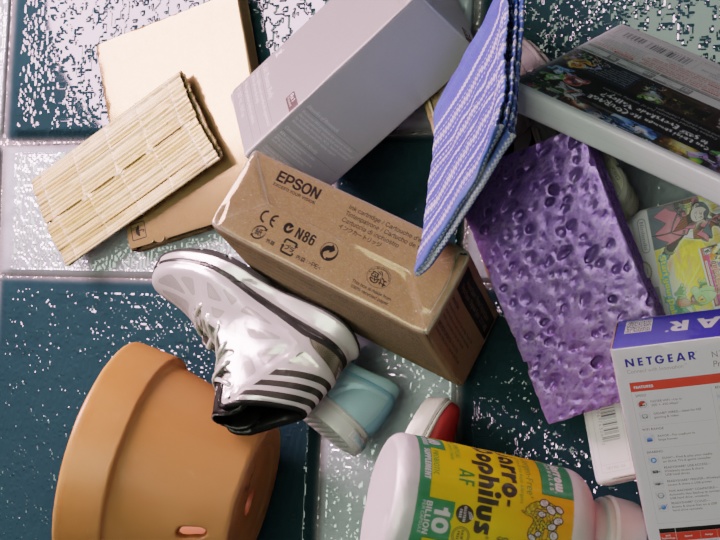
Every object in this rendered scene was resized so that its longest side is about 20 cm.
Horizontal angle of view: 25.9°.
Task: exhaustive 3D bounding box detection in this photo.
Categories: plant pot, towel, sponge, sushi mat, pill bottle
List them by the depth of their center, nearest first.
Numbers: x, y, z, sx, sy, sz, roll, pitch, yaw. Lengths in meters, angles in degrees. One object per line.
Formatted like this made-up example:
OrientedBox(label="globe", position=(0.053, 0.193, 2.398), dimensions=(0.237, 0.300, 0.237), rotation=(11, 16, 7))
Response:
OrientedBox(label="towel", position=(0.078, -0.109, 1.144), dimensions=(0.024, 0.201, 0.145), rotation=(22, 129, -10))
OrientedBox(label="sponge", position=(0.154, 0.004, 1.161), dimensions=(0.111, 0.030, 0.201), rotation=(-22, 88, 26))
OrientedBox(label="pill bottle", position=(0.108, 0.196, 1.180), dimensions=(0.198, 0.113, 0.114), rotation=(14, 93, -9))
OrientedBox(label="plant pot", position=(-0.154, 0.177, 1.323), dimensions=(0.139, 0.200, 0.202), rotation=(16, 94, 10))
OrientedBox(label="sushi mat", position=(-0.218, -0.092, 1.438), dimensions=(0.199, 0.012, 0.096), rotation=(-32, 74, 24))

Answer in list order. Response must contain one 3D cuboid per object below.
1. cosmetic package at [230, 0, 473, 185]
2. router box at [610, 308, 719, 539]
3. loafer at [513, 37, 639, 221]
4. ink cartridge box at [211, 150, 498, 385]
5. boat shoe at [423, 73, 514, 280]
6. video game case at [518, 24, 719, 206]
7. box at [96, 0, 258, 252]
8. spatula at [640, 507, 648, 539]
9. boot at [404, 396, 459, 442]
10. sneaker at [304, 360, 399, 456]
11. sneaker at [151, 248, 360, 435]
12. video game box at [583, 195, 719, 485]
OrientedBox(label="cosmetic package", position=(-0.007, -0.164, 1.300), dimensions=(0.200, 0.090, 0.107), rotation=(-44, 33, 19))
OrientedBox(label="router box", position=(0.289, 0.114, 1.095), dimensions=(0.198, 0.049, 0.181), rotation=(-7, 110, 18))
OrientedBox(label="loafer", position=(0.146, -0.106, 1.226), dimensions=(0.069, 0.070, 0.201), rotation=(-32, 51, 8))
OrientedBox(label="ink cartridge box", position=(0.000, 0.000, 1.245), dimensions=(0.199, 0.165, 0.075), rotation=(26, 81, 19))
OrientedBox(label="boat shoe", position=(0.093, -0.074, 1.274), dimensions=(0.069, 0.074, 0.202), rotation=(-21, 67, 28))
OrientedBox(label="video game case", position=(0.233, -0.115, 1.148), dimensions=(0.199, 0.181, 0.024), rotation=(29, 126, 25))
OrientedBox(label="box", position=(-0.157, -0.134, 1.429), dimensions=(0.162, 0.021, 0.202), rotation=(-15, 79, 25))
OrientedBox(label="spatula", position=(0.231, 0.139, 1.211), dimensions=(0.056, 0.021, 0.202), rotation=(-13, 76, 19))
OrientedBox(label="boot", position=(0.084, 0.212, 1.262), dimensions=(0.143, 0.072, 0.202), rotation=(17, 94, 20))
OrientedBox(label="sneaker", position=(-0.045, 0.075, 1.343), dimensions=(0.082, 0.074, 0.200), rotation=(-44, 60, -15))
OrientedBox(label="sneaker", position=(-0.111, 0.060, 1.276), dimensions=(0.199, 0.076, 0.116), rotation=(23, 60, 25))
OrientedBox(label="video game box", position=(0.251, 0.047, 1.183), dimensions=(0.181, 0.047, 0.202), rotation=(-14, 75, 23))
